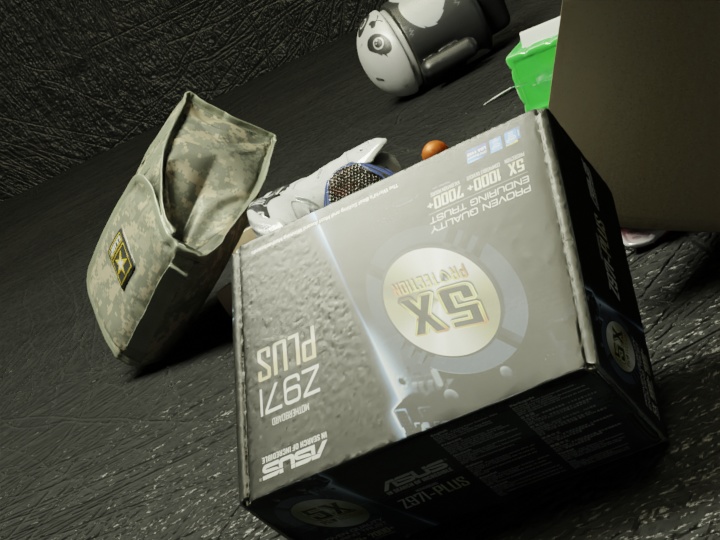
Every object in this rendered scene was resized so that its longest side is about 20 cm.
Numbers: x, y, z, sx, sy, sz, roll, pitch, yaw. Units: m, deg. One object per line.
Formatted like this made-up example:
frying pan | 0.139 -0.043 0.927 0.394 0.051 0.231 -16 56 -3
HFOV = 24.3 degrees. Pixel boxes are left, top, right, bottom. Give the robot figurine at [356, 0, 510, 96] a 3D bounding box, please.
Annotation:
robot figurine | 0.091 -0.310 2.162 0.199 0.125 0.150 -30 0 -4

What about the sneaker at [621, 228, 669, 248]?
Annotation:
sneaker | 0.151 -0.050 1.152 0.199 0.072 0.112 -20 12 27

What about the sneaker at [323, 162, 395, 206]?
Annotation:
sneaker | 0.028 -0.004 1.012 0.075 0.079 0.200 -34 48 2

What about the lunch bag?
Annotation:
lunch bag | -0.170 -0.031 1.513 0.164 0.117 0.201 -56 14 41

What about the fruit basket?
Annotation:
fruit basket | 0.232 -0.216 1.578 0.185 0.094 0.200 -17 14 43

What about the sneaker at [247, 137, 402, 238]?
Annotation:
sneaker | -0.018 -0.047 1.270 0.114 0.075 0.200 -28 9 6

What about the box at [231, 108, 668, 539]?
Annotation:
box | 0.038 0.036 0.863 0.199 0.086 0.164 -23 49 22

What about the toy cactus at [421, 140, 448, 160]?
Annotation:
toy cactus | 0.044 0.006 1.126 0.165 0.102 0.200 -41 29 19

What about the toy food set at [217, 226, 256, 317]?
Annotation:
toy food set | -0.065 -0.030 1.563 0.143 0.061 0.200 -28 12 6

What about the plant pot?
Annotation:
plant pot | 0.230 -0.132 0.986 0.176 0.201 0.200 18 34 22
